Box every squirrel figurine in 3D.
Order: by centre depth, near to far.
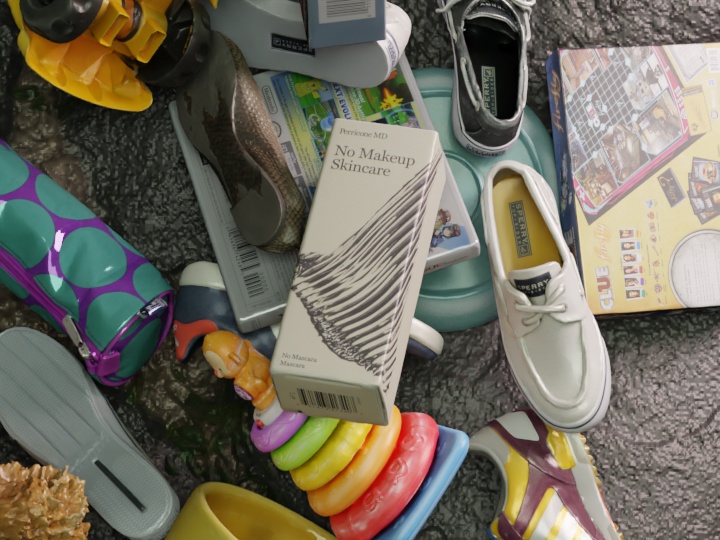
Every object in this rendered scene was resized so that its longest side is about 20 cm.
[{"bbox_3d":[-0.255,0.186,1.512,0.142,0.200,0.187,-45,101,-18],"label":"squirrel figurine"}]

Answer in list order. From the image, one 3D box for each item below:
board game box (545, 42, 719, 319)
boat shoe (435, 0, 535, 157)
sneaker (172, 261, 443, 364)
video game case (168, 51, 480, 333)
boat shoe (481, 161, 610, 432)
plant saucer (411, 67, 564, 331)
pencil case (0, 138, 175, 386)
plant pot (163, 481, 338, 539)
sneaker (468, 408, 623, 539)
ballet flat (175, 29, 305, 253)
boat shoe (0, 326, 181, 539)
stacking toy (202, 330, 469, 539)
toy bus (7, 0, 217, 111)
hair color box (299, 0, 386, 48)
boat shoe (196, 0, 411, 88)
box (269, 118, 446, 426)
[{"bbox_3d":[0.216,-0.067,1.653,0.134,0.035,0.202,-3,82,-13],"label":"board game box"},{"bbox_3d":[0.092,-0.188,1.637,0.073,0.068,0.201,5,68,-7],"label":"boat shoe"},{"bbox_3d":[-0.042,0.057,1.607,0.198,0.075,0.085,12,80,7],"label":"sneaker"},{"bbox_3d":[-0.029,-0.067,1.607,0.181,0.022,0.201,-18,60,-4],"label":"video game case"},{"bbox_3d":[0.128,0.016,1.576,0.070,0.070,0.202,-14,76,11],"label":"boat shoe"},{"bbox_3d":[0.060,-0.056,1.652,0.198,0.027,0.202,1,81,-5],"label":"plant saucer"},{"bbox_3d":[-0.226,-0.010,1.582,0.200,0.085,0.092,40,40,11],"label":"pencil case"},{"bbox_3d":[-0.076,0.278,1.521,0.200,0.201,0.190,33,95,0],"label":"plant pot"},{"bbox_3d":[0.141,0.199,1.603,0.090,0.075,0.201,-19,76,-7],"label":"sneaker"},{"bbox_3d":[-0.082,-0.092,1.591,0.067,0.046,0.201,-46,51,26],"label":"ballet flat"},{"bbox_3d":[-0.200,0.125,1.586,0.072,0.062,0.200,-39,68,-8],"label":"boat shoe"},{"bbox_3d":[-0.033,0.108,1.553,0.200,0.116,0.110,38,80,-17],"label":"stacking toy"},{"bbox_3d":[-0.174,-0.247,1.583,0.200,0.135,0.192,-50,48,17],"label":"toy bus"},{"bbox_3d":[-0.024,-0.266,1.591,0.060,0.099,0.201,-6,49,-4],"label":"hair color box"},{"bbox_3d":[-0.057,-0.194,1.638,0.199,0.071,0.070,15,42,18],"label":"boat shoe"},{"bbox_3d":[0.000,0.000,1.512,0.082,0.069,0.201,7,63,11],"label":"box"}]
